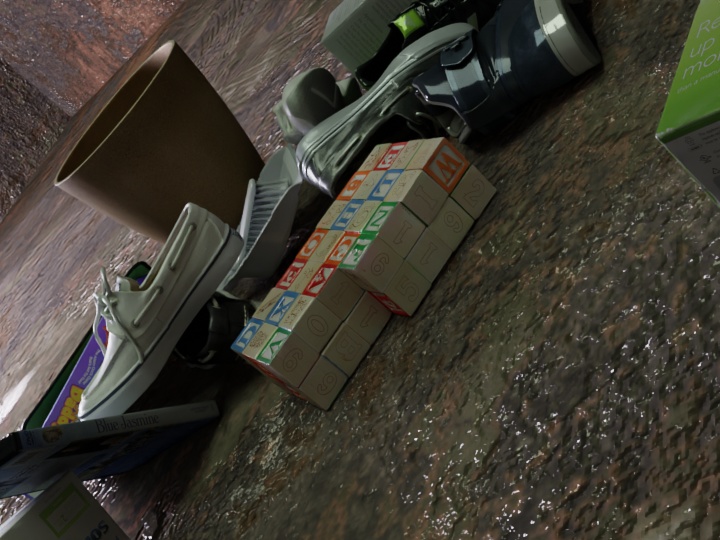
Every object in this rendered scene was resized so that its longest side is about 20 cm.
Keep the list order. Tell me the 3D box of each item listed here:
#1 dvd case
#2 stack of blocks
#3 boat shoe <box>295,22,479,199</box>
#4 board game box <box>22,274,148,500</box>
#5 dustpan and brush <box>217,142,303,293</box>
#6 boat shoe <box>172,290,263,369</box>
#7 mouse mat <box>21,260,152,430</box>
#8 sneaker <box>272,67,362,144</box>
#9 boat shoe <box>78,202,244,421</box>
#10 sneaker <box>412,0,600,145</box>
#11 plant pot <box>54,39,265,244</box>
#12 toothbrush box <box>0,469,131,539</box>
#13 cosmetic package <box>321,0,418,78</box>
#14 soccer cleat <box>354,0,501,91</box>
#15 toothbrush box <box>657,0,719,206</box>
[{"bbox_3d":[-0.229,0.149,0.886,0.142,0.199,0.018,-33,71,36],"label":"dvd case"},{"bbox_3d":[0.000,0.000,0.807,0.201,0.058,0.115,-55,22,-12],"label":"stack of blocks"},{"bbox_3d":[0.039,-0.129,0.943,0.199,0.072,0.071,-40,53,-2],"label":"boat shoe"},{"bbox_3d":[-0.242,0.109,1.023,0.202,0.044,0.135,-60,3,6],"label":"board game box"},{"bbox_3d":[-0.108,-0.017,1.042,0.140,0.056,0.203,-117,39,-69],"label":"dustpan and brush"},{"bbox_3d":[-0.142,0.054,0.974,0.199,0.060,0.075,4,87,62],"label":"boat shoe"},{"bbox_3d":[-0.258,0.089,1.112,0.201,0.007,0.161,-58,-13,-9],"label":"mouse mat"},{"bbox_3d":[-0.046,-0.144,1.030,0.079,0.071,0.200,-14,2,12],"label":"sneaker"},{"bbox_3d":[-0.185,0.029,0.901,0.203,0.086,0.074,-54,21,-8],"label":"boat shoe"},{"bbox_3d":[0.109,-0.187,0.874,0.146,0.077,0.204,-34,27,28],"label":"sneaker"},{"bbox_3d":[-0.179,-0.097,1.129,0.186,0.200,0.187,-40,22,20],"label":"plant pot"},{"bbox_3d":[-0.297,0.269,0.866,0.199,0.086,0.146,-36,6,28],"label":"toothbrush box"},{"bbox_3d":[0.067,-0.262,1.049,0.199,0.101,0.072,-36,24,29],"label":"cosmetic package"},{"bbox_3d":[0.075,-0.224,0.975,0.200,0.081,0.068,-45,63,31],"label":"soccer cleat"},{"bbox_3d":[0.236,-0.126,0.493,0.145,0.086,0.201,-21,34,51],"label":"toothbrush box"}]
